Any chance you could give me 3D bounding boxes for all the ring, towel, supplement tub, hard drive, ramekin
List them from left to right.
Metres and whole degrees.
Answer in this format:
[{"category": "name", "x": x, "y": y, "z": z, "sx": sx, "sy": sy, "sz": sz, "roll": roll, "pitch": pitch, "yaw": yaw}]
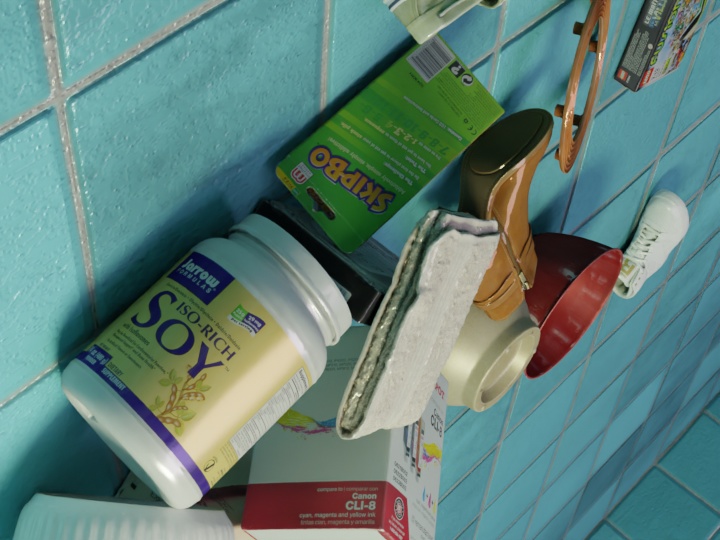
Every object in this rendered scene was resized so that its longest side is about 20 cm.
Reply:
[{"category": "ramekin", "x": -0.193, "y": 0.242, "z": 1.030, "sx": 0.200, "sy": 0.198, "sz": 0.107, "roll": 26, "pitch": 68, "yaw": -66}, {"category": "supplement tub", "x": -0.117, "y": 0.068, "z": 0.984, "sx": 0.200, "sy": 0.145, "sz": 0.146, "roll": -45, "pitch": 155, "yaw": -17}, {"category": "hard drive", "x": 0.000, "y": 0.000, "z": 1.111, "sx": 0.038, "sy": 0.139, "sz": 0.200, "roll": -55, "pitch": 156, "yaw": 9}, {"category": "towel", "x": 0.052, "y": 0.045, "z": 1.049, "sx": 0.132, "sy": 0.034, "sz": 0.202, "roll": 1, "pitch": 113, "yaw": -62}, {"category": "ring", "x": 0.233, "y": -0.203, "z": 1.331, "sx": 0.200, "sy": 0.019, "sz": 0.203, "roll": 15, "pitch": 90, "yaw": -75}]

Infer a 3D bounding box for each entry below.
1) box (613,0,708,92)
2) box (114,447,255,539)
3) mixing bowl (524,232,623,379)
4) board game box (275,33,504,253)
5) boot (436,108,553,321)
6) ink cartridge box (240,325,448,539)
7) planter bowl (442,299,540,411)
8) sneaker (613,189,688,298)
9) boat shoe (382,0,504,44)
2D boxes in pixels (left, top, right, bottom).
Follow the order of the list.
[{"category": "box", "x": 0.373, "y": -0.315, "z": 1.486, "sx": 0.110, "sy": 0.035, "sz": 0.202, "roll": -31, "pitch": 148, "yaw": -40}, {"category": "box", "x": -0.153, "y": 0.257, "z": 1.225, "sx": 0.129, "sy": 0.109, "sz": 0.199, "roll": -58, "pitch": 156, "yaw": 12}, {"category": "mixing bowl", "x": 0.234, "y": 0.027, "z": 1.618, "sx": 0.200, "sy": 0.108, "sz": 0.201, "roll": -42, "pitch": 155, "yaw": -25}, {"category": "board game box", "x": 0.024, "y": -0.108, "z": 1.062, "sx": 0.200, "sy": 0.096, "sz": 0.030, "roll": -43, "pitch": -178, "yaw": -23}, {"category": "boot", "x": 0.162, "y": -0.055, "z": 1.328, "sx": 0.201, "sy": 0.076, "sz": 0.155, "roll": -58, "pitch": 134, "yaw": -15}, {"category": "ink cartridge box", "x": -0.009, "y": 0.171, "z": 1.195, "sx": 0.146, "sy": 0.143, "sz": 0.202, "roll": 52, "pitch": 39, "yaw": -54}, {"category": "planter bowl", "x": 0.120, "y": 0.075, "z": 1.444, "sx": 0.200, "sy": 0.134, "sz": 0.201, "roll": -40, "pitch": 153, "yaw": -25}, {"category": "sneaker", "x": 0.445, "y": -0.031, "z": 1.968, "sx": 0.116, "sy": 0.073, "sz": 0.201, "roll": -44, "pitch": 157, "yaw": -25}, {"category": "boat shoe", "x": 0.098, "y": -0.243, "z": 1.024, "sx": 0.199, "sy": 0.063, "sz": 0.072, "roll": -32, "pitch": -174, "yaw": -27}]
